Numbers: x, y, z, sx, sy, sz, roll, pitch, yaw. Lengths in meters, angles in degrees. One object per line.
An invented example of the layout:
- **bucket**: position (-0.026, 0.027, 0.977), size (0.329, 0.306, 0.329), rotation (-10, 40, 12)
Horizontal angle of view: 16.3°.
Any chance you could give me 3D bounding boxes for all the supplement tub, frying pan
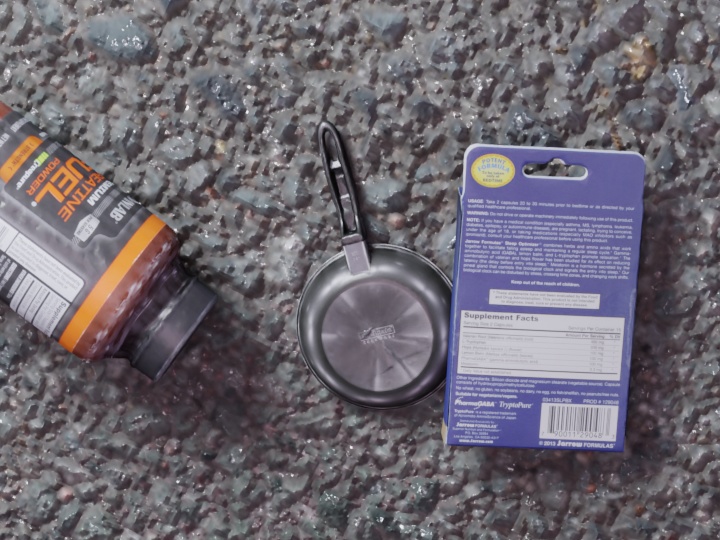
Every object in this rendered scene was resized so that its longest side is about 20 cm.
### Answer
- **supplement tub**: position (-0.191, -0.014, 1.639), size (0.199, 0.107, 0.107), rotation (36, 106, -2)
- **frying pan**: position (0.017, 0.004, 1.655), size (0.114, 0.031, 0.192), rotation (8, 107, 5)

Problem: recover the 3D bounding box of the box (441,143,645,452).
- **box**: position (0.119, 0.016, 1.630), size (0.120, 0.032, 0.202), rotation (3, 105, -2)
